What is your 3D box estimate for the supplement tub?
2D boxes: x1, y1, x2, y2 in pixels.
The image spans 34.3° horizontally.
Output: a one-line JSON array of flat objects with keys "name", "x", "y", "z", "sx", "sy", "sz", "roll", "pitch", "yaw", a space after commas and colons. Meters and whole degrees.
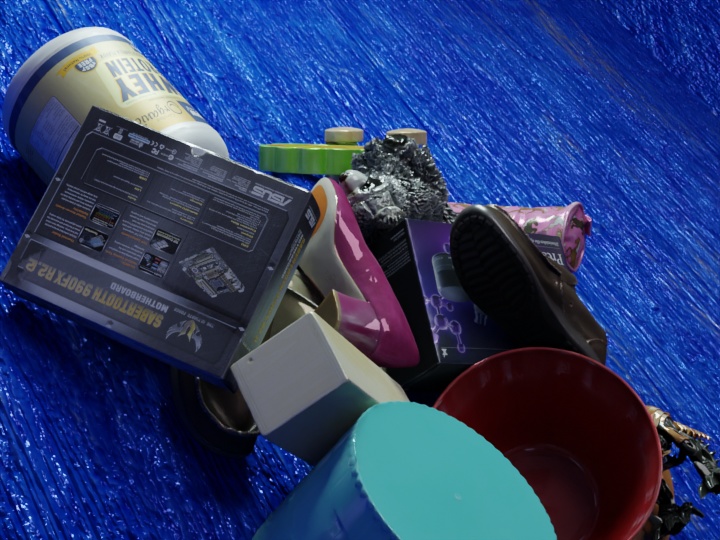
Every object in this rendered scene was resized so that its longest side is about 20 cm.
[{"name": "supplement tub", "x": -0.206, "y": -0.102, "z": 1.033, "sx": 0.200, "sy": 0.145, "sz": 0.144, "roll": 45, "pitch": 28, "yaw": 18}]

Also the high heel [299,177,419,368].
[{"name": "high heel", "x": 0.000, "y": 0.000, "z": 1.044, "sx": 0.095, "sy": 0.067, "sz": 0.201, "roll": 24, "pitch": 31, "yaw": -31}]

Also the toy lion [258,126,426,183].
[{"name": "toy lion", "x": -0.035, "y": -0.124, "z": 1.290, "sx": 0.190, "sy": 0.070, "sz": 0.199, "roll": -4, "pitch": 9, "yaw": -35}]

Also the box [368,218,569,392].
[{"name": "box", "x": 0.113, "y": 0.037, "z": 1.097, "sx": 0.198, "sy": 0.079, "sz": 0.143, "roll": 4, "pitch": 66, "yaw": -36}]

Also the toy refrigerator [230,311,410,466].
[{"name": "toy refrigerator", "x": -0.018, "y": 0.105, "z": 0.904, "sx": 0.070, "sy": 0.076, "sz": 0.200, "roll": 60, "pitch": 8, "yaw": 30}]

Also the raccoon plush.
[{"name": "raccoon plush", "x": 0.058, "y": -0.048, "z": 1.144, "sx": 0.198, "sy": 0.097, "sz": 0.135, "roll": 23, "pitch": 36, "yaw": -18}]

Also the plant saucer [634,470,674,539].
[{"name": "plant saucer", "x": 0.249, "y": 0.193, "z": 1.162, "sx": 0.199, "sy": 0.037, "sz": 0.202, "roll": 28, "pitch": 43, "yaw": -29}]

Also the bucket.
[{"name": "bucket", "x": 0.035, "y": 0.204, "z": 0.837, "sx": 0.206, "sy": 0.135, "sz": 0.208, "roll": 28, "pitch": 28, "yaw": -16}]

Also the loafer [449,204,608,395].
[{"name": "loafer", "x": 0.152, "y": 0.019, "z": 1.042, "sx": 0.201, "sy": 0.073, "sz": 0.071, "roll": 54, "pitch": 43, "yaw": -14}]

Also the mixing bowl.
[{"name": "mixing bowl", "x": 0.154, "y": 0.179, "z": 1.002, "sx": 0.201, "sy": 0.199, "sz": 0.109, "roll": 53, "pitch": -12, "yaw": 31}]

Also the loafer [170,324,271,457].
[{"name": "loafer", "x": -0.107, "y": 0.047, "z": 0.929, "sx": 0.072, "sy": 0.071, "sz": 0.202, "roll": 13, "pitch": 56, "yaw": -36}]

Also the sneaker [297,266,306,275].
[{"name": "sneaker", "x": -0.055, "y": -0.002, "z": 1.155, "sx": 0.087, "sy": 0.080, "sz": 0.200, "roll": 54, "pitch": 27, "yaw": -8}]

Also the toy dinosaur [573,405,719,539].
[{"name": "toy dinosaur", "x": 0.286, "y": 0.172, "z": 1.119, "sx": 0.198, "sy": 0.103, "sz": 0.136, "roll": -18, "pitch": 56, "yaw": -30}]

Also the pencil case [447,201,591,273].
[{"name": "pencil case", "x": 0.161, "y": -0.041, "z": 1.338, "sx": 0.198, "sy": 0.087, "sz": 0.083, "roll": 4, "pitch": -25, "yaw": 31}]

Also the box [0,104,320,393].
[{"name": "box", "x": -0.152, "y": -0.019, "z": 0.897, "sx": 0.198, "sy": 0.160, "sz": 0.048, "roll": 21, "pitch": -14, "yaw": 13}]

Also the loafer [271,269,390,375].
[{"name": "loafer", "x": -0.051, "y": 0.057, "z": 1.040, "sx": 0.199, "sy": 0.076, "sz": 0.068, "roll": 31, "pitch": 21, "yaw": -12}]
